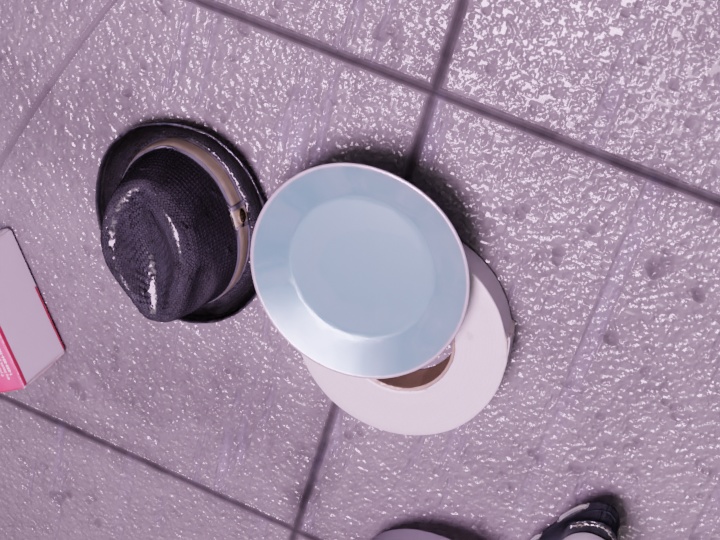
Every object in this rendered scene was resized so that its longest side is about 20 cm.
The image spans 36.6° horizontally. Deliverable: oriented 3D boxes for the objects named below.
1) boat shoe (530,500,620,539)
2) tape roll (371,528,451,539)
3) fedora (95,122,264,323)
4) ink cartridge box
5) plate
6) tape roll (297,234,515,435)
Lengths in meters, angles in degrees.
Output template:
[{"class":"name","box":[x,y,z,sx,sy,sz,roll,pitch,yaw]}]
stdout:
[{"class":"boat shoe","box":[0.184,0.288,1.033,0.075,0.061,0.200,36,134,-3]},{"class":"tape roll","box":[0.070,0.353,1.071,0.198,0.066,0.202,19,129,24]},{"class":"fedora","box":[-0.178,-0.028,0.990,0.198,0.092,0.203,8,116,16]},{"class":"ink cartridge box","box":[-0.429,0.055,1.121,0.198,0.084,0.146,-12,109,23]},{"class":"plate","box":[0.000,0.000,0.941,0.197,0.026,0.203,8,115,16]},{"class":"tape roll","box":[0.039,0.055,0.988,0.200,0.037,0.205,7,116,15]}]
